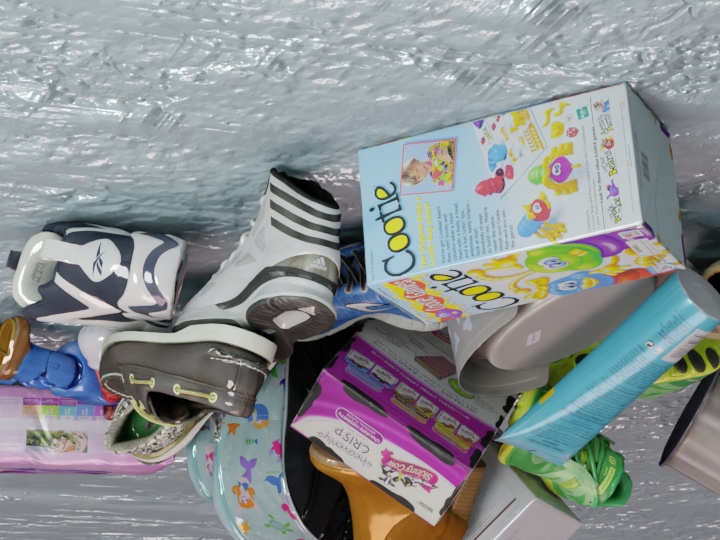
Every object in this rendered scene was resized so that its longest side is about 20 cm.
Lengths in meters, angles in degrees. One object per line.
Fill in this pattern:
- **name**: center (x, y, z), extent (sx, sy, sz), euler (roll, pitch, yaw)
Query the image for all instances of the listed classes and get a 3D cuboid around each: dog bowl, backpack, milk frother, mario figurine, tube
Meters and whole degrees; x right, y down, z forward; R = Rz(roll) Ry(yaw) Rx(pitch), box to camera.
- **dog bowl**: center (0.154, 0.021, 1.676), extent (0.199, 0.059, 0.200), euler (-21, 157, -10)
- **backpack**: center (-0.056, 0.143, 1.827), extent (0.150, 0.202, 0.177), euler (-15, 157, 28)
- **milk frother**: center (0.400, 0.142, 2.025), extent (0.187, 0.181, 0.200), euler (31, -169, 3)
- **mario figurine**: center (-0.218, 0.073, 1.826), extent (0.199, 0.124, 0.107), euler (20, 109, -32)
- **tube**: center (0.193, 0.081, 1.673), extent (0.077, 0.051, 0.200), euler (25, 122, -33)

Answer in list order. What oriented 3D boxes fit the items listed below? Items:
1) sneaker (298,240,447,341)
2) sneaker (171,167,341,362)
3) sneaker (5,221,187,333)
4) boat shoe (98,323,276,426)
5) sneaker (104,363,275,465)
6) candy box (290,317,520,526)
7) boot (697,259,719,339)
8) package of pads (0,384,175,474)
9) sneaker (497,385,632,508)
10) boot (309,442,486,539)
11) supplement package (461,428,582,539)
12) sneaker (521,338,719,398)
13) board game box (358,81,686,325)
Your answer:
- **sneaker**: center (0.000, 0.000, 1.663), extent (0.198, 0.079, 0.089), euler (-4, 154, -23)
- **sneaker**: center (-0.064, -0.005, 1.569), extent (0.075, 0.116, 0.200), euler (22, 159, -25)
- **sneaker**: center (-0.199, 0.009, 1.640), extent (0.128, 0.080, 0.199), euler (13, 173, -3)
- **boat shoe**: center (-0.136, 0.080, 1.586), extent (0.071, 0.061, 0.201), euler (24, 161, -31)
- **sneaker**: center (-0.130, 0.083, 1.719), extent (0.200, 0.077, 0.089), euler (-50, 172, 16)
- **candy box**: center (0.041, 0.104, 1.712), extent (0.061, 0.136, 0.200), euler (-58, 174, 24)
- **boot**: center (0.353, 0.019, 1.727), extent (0.198, 0.074, 0.155), euler (2, 173, 1)
- **package of pads**: center (-0.264, 0.143, 1.944), extent (0.198, 0.076, 0.120), euler (2, 169, -12)
- **sneaker**: center (0.175, 0.147, 1.801), extent (0.083, 0.075, 0.200), euler (19, 172, 30)
- **boot**: center (0.013, 0.208, 1.748), extent (0.200, 0.145, 0.071), euler (11, -163, -47)
- **supplement package**: center (0.078, 0.178, 1.912), extent (0.114, 0.200, 0.109), euler (-45, 148, 7)
- **sneaker**: center (0.213, 0.085, 1.884), extent (0.198, 0.075, 0.084), euler (-3, 155, -4)
- **board game box**: center (0.111, -0.042, 1.513), extent (0.198, 0.106, 0.103), euler (-12, 158, 22)
